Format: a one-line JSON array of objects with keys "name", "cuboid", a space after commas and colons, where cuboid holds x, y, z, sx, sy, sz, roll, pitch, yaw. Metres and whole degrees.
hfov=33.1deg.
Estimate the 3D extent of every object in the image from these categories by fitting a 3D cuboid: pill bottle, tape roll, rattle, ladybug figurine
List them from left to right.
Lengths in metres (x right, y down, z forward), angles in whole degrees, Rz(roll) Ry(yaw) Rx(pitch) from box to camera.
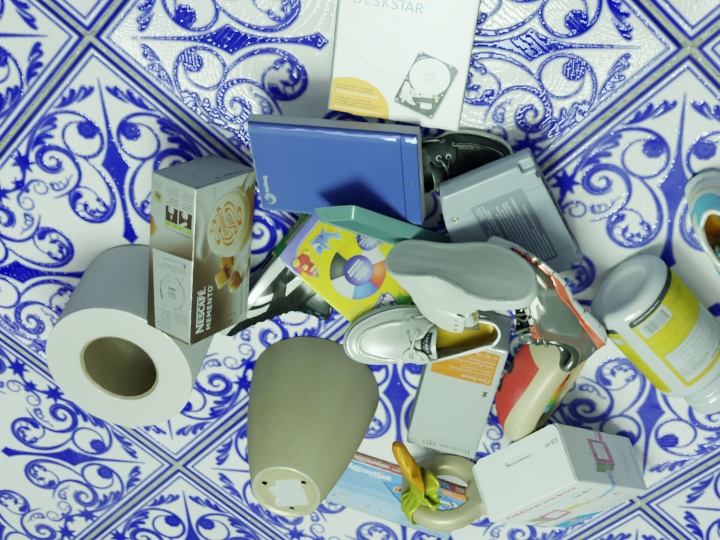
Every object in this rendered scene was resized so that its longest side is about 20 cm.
[{"name": "tape roll", "cuboid": [-0.302, 0.087, 1.619, 0.199, 0.140, 0.205, 6, 128, 7]}, {"name": "rattle", "cuboid": [0.150, 0.275, 1.681, 0.196, 0.131, 0.145, -3, 112, 9]}, {"name": "ladybug figurine", "cuboid": [0.229, 0.139, 1.560, 0.072, 0.135, 0.202, 37, 127, 18]}, {"name": "pill bottle", "cuboid": [0.383, 0.084, 1.489, 0.111, 0.113, 0.200, -34, 114, 31]}]

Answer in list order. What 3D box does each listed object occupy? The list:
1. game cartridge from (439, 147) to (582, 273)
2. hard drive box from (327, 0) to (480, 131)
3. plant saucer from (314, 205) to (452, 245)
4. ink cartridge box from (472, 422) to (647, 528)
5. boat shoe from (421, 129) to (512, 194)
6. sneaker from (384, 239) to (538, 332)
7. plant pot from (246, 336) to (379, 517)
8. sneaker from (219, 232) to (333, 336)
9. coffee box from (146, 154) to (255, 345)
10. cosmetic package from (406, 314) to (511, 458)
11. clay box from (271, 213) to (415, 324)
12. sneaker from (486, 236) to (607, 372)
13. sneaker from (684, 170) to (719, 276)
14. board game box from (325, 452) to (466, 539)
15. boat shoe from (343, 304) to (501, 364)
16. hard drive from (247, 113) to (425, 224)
[{"name": "game cartridge", "cuboid": [0.174, -0.054, 1.441, 0.132, 0.041, 0.201, -23, 136, 13]}, {"name": "hard drive box", "cuboid": [0.050, -0.268, 1.322, 0.153, 0.077, 0.202, 9, 127, 4]}, {"name": "plant saucer", "cuboid": [0.037, -0.046, 1.443, 0.069, 0.019, 0.198, -2, 167, 45]}, {"name": "ink cartridge box", "cuboid": [0.267, 0.277, 1.614, 0.144, 0.086, 0.199, -33, 148, 30]}, {"name": "boat shoe", "cuboid": [0.080, -0.121, 1.430, 0.196, 0.066, 0.075, 4, 127, 9]}, {"name": "sneaker", "cuboid": [0.134, 0.025, 1.411, 0.198, 0.074, 0.116, 14, 154, 38]}, {"name": "plant pot", "cuboid": [-0.079, 0.227, 1.637, 0.184, 0.201, 0.190, 5, 127, 7]}, {"name": "sneaker", "cuboid": [-0.098, 0.045, 1.585, 0.111, 0.073, 0.200, 36, 124, -13]}, {"name": "coffee box", "cuboid": [-0.196, -0.027, 1.486, 0.079, 0.114, 0.203, 20, 116, 31]}, {"name": "cosmetic package", "cuboid": [0.130, 0.148, 1.616, 0.100, 0.072, 0.202, 13, 128, 2]}, {"name": "clay box", "cuboid": [0.000, 0.000, 1.516, 0.199, 0.048, 0.115, 40, 90, -17]}, {"name": "sneaker", "cuboid": [0.208, 0.045, 1.425, 0.200, 0.077, 0.082, 44, 86, -16]}, {"name": "sneaker", "cuboid": [0.442, -0.019, 1.420, 0.076, 0.081, 0.200, -29, 117, 27]}, {"name": "board game box", "cuboid": [0.053, 0.334, 1.802, 0.197, 0.020, 0.104, 19, 129, -2]}, {"name": "boat shoe", "cuboid": [0.077, 0.083, 1.486, 0.196, 0.070, 0.072, -4, 103, -4]}, {"name": "hard drive", "cuboid": [-0.026, -0.116, 1.402, 0.197, 0.026, 0.133, 6, 136, 13]}]
